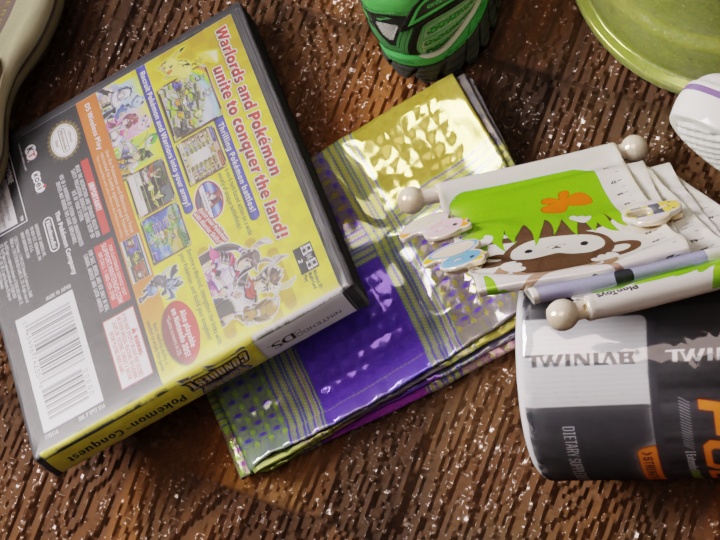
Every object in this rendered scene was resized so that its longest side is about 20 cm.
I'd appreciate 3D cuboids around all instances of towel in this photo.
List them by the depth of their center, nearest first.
[{"bbox_3d":[0.000,0.000,0.901,0.199,0.023,0.145,-28,68,8],"label":"towel"}]

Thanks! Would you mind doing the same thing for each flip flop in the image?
[{"bbox_3d":[-0.219,-0.097,0.964,0.080,0.058,0.202,8,67,33],"label":"flip flop"}]

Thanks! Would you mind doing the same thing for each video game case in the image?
[{"bbox_3d":[-0.107,-0.020,0.919,0.180,0.026,0.201,-29,54,8],"label":"video game case"}]

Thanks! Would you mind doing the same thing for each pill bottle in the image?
[{"bbox_3d":[0.174,0.037,0.788,0.198,0.106,0.107,-4,73,17],"label":"pill bottle"}]

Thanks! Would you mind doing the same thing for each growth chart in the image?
[{"bbox_3d":[0.100,-0.018,0.792,0.143,0.200,0.018,-16,112,-12],"label":"growth chart"}]

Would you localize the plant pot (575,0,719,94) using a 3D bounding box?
[{"bbox_3d":[0.174,-0.201,0.817,0.198,0.184,0.203,-5,73,16],"label":"plant pot"}]

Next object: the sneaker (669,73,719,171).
[{"bbox_3d":[0.240,-0.072,0.780,0.199,0.073,0.115,19,84,0],"label":"sneaker"}]

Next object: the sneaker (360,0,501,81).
[{"bbox_3d":[0.057,-0.200,0.909,0.077,0.085,0.202,15,78,21],"label":"sneaker"}]
